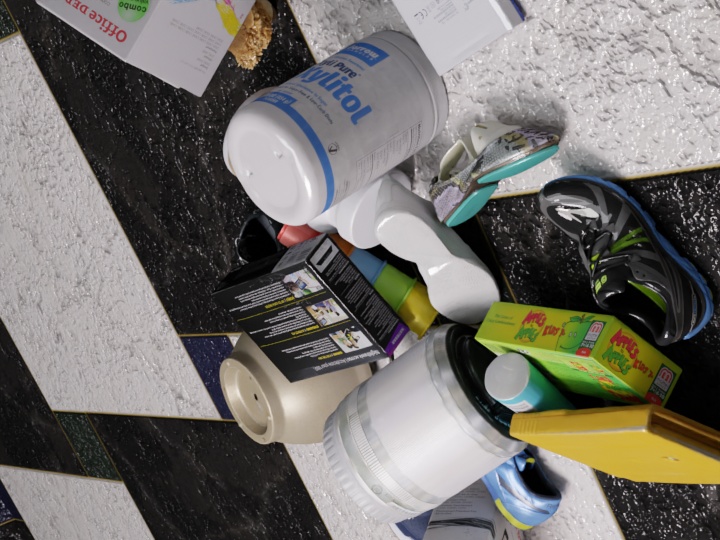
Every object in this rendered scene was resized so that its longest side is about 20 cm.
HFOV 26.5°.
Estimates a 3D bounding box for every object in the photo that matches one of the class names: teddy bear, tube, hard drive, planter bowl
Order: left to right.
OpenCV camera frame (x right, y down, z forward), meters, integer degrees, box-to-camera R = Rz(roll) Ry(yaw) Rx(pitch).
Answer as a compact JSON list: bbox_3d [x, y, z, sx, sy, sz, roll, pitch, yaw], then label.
[{"bbox_3d":[-0.161,-0.316,1.708,0.200,0.067,0.146,31,123,35],"label":"teddy bear"},{"bbox_3d":[-0.093,0.139,1.940,0.200,0.134,0.201,37,141,38],"label":"planter bowl"},{"bbox_3d":[0.062,-0.296,1.451,0.201,0.025,0.132,58,148,-4],"label":"hard drive"},{"bbox_3d":[0.195,0.145,1.589,0.077,0.051,0.200,29,173,39],"label":"tube"}]

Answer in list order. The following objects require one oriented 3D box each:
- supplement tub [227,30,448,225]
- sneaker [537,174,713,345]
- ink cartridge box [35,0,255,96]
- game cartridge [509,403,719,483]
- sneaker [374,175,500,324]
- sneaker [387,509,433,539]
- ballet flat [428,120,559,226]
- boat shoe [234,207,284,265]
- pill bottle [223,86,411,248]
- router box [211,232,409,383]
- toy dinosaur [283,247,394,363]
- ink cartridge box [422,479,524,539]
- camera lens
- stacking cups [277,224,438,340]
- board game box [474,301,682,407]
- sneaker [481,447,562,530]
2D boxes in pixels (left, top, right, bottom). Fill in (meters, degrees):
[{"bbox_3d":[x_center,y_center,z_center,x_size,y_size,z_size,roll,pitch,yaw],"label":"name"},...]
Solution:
[{"bbox_3d":[-0.023,-0.145,1.540,0.132,0.200,0.132,34,143,30],"label":"supplement tub"},{"bbox_3d":[0.239,-0.012,1.420,0.200,0.083,0.071,47,147,14],"label":"sneaker"},{"bbox_3d":[-0.202,-0.312,1.582,0.146,0.201,0.146,34,-173,26],"label":"ink cartridge box"},{"bbox_3d":[0.274,0.172,1.499,0.176,0.033,0.200,23,163,-30],"label":"game cartridge"},{"bbox_3d":[0.084,-0.027,1.629,0.075,0.089,0.200,-28,128,18],"label":"sneaker"},{"bbox_3d":[0.063,0.236,1.854,0.109,0.070,0.201,112,146,-50],"label":"sneaker"},{"bbox_3d":[0.122,-0.108,1.509,0.072,0.072,0.200,54,147,2],"label":"ballet flat"},{"bbox_3d":[-0.123,-0.037,1.903,0.075,0.066,0.199,55,149,-1],"label":"boat shoe"},{"bbox_3d":[-0.047,-0.112,1.685,0.200,0.116,0.116,34,143,30],"label":"pill bottle"},{"bbox_3d":[-0.060,0.046,1.728,0.149,0.051,0.200,50,145,-17],"label":"router box"},{"bbox_3d":[-0.028,0.039,1.812,0.077,0.102,0.201,1,119,54],"label":"toy dinosaur"},{"bbox_3d":[0.130,0.353,1.789,0.084,0.200,0.147,-3,121,21],"label":"ink cartridge box"},{"bbox_3d":[0.078,0.167,1.675,0.200,0.160,0.160,-37,87,25],"label":"camera lens"},{"bbox_3d":[0.000,0.000,1.724,0.199,0.061,0.061,33,146,3],"label":"stacking cups"},{"bbox_3d":[0.212,0.082,1.513,0.101,0.048,0.200,35,167,-26],"label":"board game box"},{"bbox_3d":[0.156,0.204,1.762,0.200,0.066,0.079,49,135,11],"label":"sneaker"}]
